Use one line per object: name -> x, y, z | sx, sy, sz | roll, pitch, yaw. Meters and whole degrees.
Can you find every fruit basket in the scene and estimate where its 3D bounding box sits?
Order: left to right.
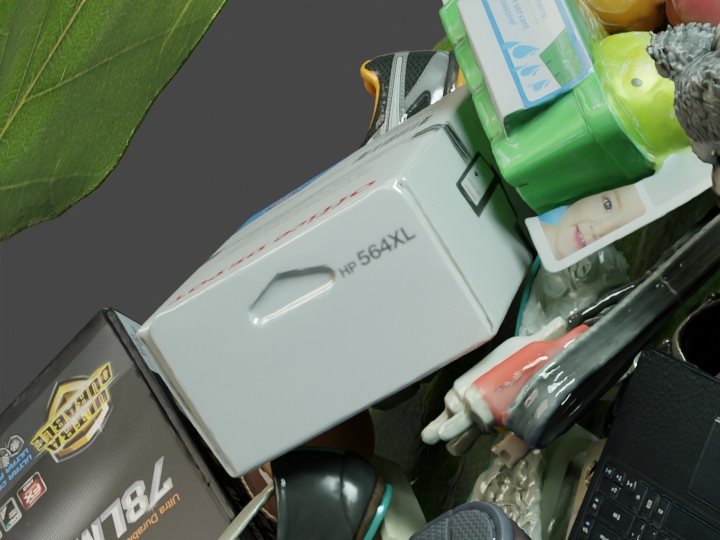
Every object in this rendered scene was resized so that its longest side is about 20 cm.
fruit basket -> 0.137, -0.118, 1.064 | 0.199, 0.094, 0.186 | -33, 52, 21

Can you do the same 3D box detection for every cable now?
cable -> 0.107, 0.011, 1.011 | 0.200, 0.050, 0.097 | -46, -7, -2

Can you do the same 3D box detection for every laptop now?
laptop -> 0.070, 0.124, 0.884 | 0.201, 0.103, 0.177 | -69, 22, 3

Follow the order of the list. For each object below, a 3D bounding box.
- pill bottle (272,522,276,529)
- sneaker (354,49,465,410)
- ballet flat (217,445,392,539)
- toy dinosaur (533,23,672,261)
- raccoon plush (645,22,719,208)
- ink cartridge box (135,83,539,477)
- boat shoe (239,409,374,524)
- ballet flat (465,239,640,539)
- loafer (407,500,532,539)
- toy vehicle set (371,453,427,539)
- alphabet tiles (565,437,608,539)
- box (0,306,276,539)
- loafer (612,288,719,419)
pill bottle -> -0.101, 0.159, 1.336 | 0.201, 0.115, 0.116 | -66, 22, -9
sneaker -> 0.022, -0.024, 1.269 | 0.078, 0.077, 0.201 | 60, -139, -69
ballet flat -> -0.052, 0.169, 1.090 | 0.068, 0.068, 0.201 | -122, 54, -84
toy dinosaur -> 0.111, -0.085, 1.184 | 0.200, 0.104, 0.183 | 22, 104, 58
raccoon plush -> 0.198, -0.108, 0.934 | 0.097, 0.133, 0.201 | -1, 64, 67
ink cartridge box -> 0.000, 0.000, 1.110 | 0.145, 0.085, 0.200 | -30, 8, 20
boat shoe -> -0.039, 0.075, 1.227 | 0.200, 0.070, 0.071 | -99, 30, -60
ballet flat -> 0.097, 0.069, 1.080 | 0.072, 0.071, 0.201 | -13, 56, 63
loafer -> 0.014, 0.185, 1.029 | 0.200, 0.063, 0.072 | -52, 30, 13
toy vehicle set -> -0.007, 0.165, 1.155 | 0.200, 0.026, 0.125 | -124, 56, -82
alphabet tiles -> 0.098, 0.150, 0.945 | 0.167, 0.008, 0.201 | -27, 41, 57
box -> -0.149, 0.155, 1.265 | 0.200, 0.050, 0.199 | -44, 49, 11
loafer -> 0.159, 0.025, 0.969 | 0.200, 0.063, 0.072 | -29, 38, 55
